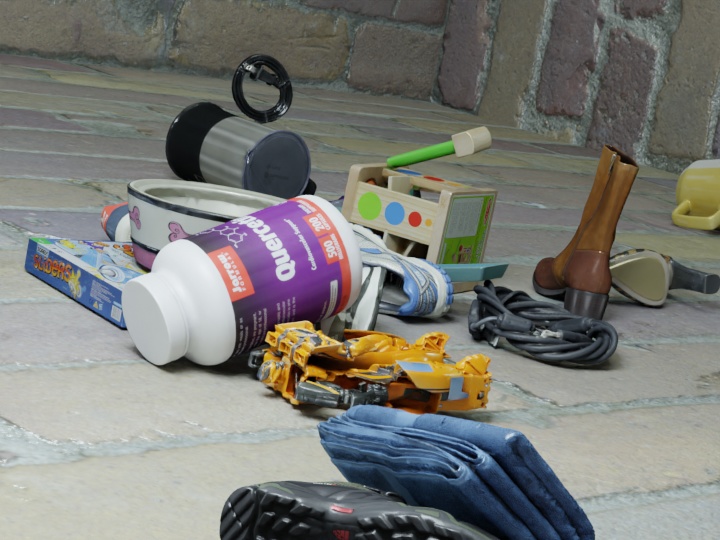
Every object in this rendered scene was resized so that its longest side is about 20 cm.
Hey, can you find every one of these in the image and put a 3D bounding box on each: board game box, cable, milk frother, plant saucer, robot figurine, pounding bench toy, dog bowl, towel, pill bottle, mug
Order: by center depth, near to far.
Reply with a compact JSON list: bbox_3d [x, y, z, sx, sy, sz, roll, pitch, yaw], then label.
[{"bbox_3d":[0.055,0.139,1.040,0.112,0.049,0.200,50,-23,-20],"label":"towel"},{"bbox_3d":[0.004,0.083,1.417,0.200,0.058,0.145,5,11,-31],"label":"robot figurine"},{"bbox_3d":[-0.103,0.012,1.444,0.200,0.113,0.112,-22,29,-33],"label":"pill bottle"},{"bbox_3d":[-0.220,0.012,1.607,0.135,0.035,0.200,2,14,-40],"label":"board game box"},{"bbox_3d":[-0.136,-0.035,1.633,0.200,0.074,0.200,11,9,-2],"label":"dog bowl"},{"bbox_3d":[0.198,0.053,1.783,0.163,0.051,0.200,11,10,6],"label":"cable"},{"bbox_3d":[0.063,0.003,1.853,0.200,0.019,0.070,0,4,30],"label":"plant saucer"},{"bbox_3d":[0.065,-0.089,1.973,0.156,0.200,0.124,18,13,29],"label":"pounding bench toy"},{"bbox_3d":[-0.139,-0.195,2.306,0.180,0.200,0.188,6,12,-44],"label":"milk frother"},{"bbox_3d":[0.648,-0.141,2.996,0.153,0.150,0.186,11,1,42],"label":"mug"}]

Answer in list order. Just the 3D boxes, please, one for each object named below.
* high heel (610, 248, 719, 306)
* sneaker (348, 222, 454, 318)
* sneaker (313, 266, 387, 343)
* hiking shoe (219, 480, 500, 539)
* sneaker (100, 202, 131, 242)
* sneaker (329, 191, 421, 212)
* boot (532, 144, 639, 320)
[{"bbox_3d":[0.356,0.003,2.180,0.200,0.072,0.142,7,5,-32],"label":"high heel"},{"bbox_3d":[0.000,0.000,1.796,0.200,0.077,0.085,18,17,30],"label":"sneaker"},{"bbox_3d":[-0.039,0.029,1.599,0.115,0.076,0.201,13,14,1],"label":"sneaker"},{"bbox_3d":[0.021,0.162,0.997,0.200,0.076,0.101,16,13,18],"label":"hiking shoe"},{"bbox_3d":[-0.199,-0.055,1.856,0.200,0.075,0.084,2,19,-40],"label":"sneaker"},{"bbox_3d":[0.011,-0.088,2.254,0.087,0.075,0.200,11,11,26],"label":"sneaker"},{"bbox_3d":[0.272,-0.057,2.019,0.068,0.200,0.188,10,11,-6],"label":"boot"}]
